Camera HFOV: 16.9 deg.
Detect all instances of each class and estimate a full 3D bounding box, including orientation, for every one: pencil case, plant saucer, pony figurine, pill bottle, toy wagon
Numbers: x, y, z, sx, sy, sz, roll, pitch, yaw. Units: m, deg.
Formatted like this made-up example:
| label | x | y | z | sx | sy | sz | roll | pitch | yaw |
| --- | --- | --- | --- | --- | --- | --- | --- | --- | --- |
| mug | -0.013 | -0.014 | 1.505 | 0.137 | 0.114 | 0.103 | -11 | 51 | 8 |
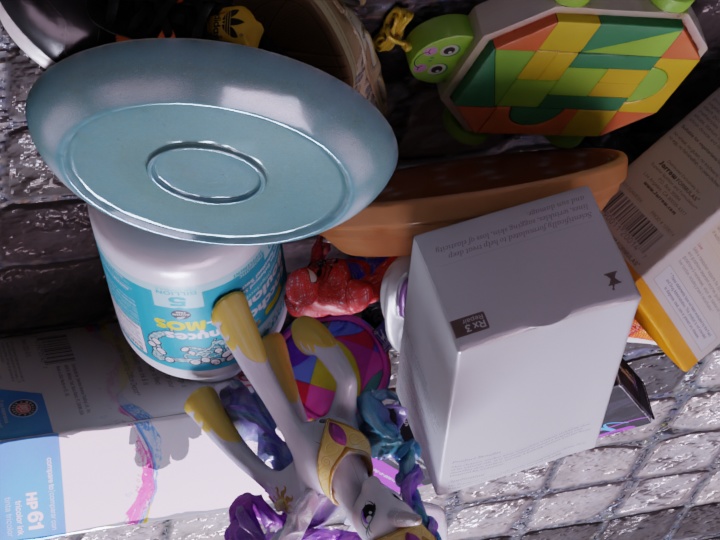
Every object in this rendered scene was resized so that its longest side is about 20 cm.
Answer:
| label | x | y | z | sx | sy | sz | roll | pitch | yaw |
| --- | --- | --- | --- | --- | --- | --- | --- | --- | --- |
| pencil case | -0.026 | 0.085 | 1.686 | 0.088 | 0.089 | 0.200 | -10 | 163 | -10 |
| plant saucer | -0.080 | -0.060 | 1.284 | 0.199 | 0.028 | 0.200 | 5 | 154 | 3 |
| pony figurine | -0.029 | 0.132 | 1.444 | 0.166 | 0.200 | 0.193 | -21 | 152 | -28 |
| plant saucer | 0.064 | -0.040 | 1.461 | 0.199 | 0.038 | 0.200 | -8 | -171 | 1 |
| pill bottle | -0.101 | -0.005 | 1.482 | 0.110 | 0.111 | 0.200 | -13 | 153 | -4 |
| toy wagon | 0.103 | -0.125 | 1.435 | 0.199 | 0.040 | 0.155 | -1 | 149 | -26 |

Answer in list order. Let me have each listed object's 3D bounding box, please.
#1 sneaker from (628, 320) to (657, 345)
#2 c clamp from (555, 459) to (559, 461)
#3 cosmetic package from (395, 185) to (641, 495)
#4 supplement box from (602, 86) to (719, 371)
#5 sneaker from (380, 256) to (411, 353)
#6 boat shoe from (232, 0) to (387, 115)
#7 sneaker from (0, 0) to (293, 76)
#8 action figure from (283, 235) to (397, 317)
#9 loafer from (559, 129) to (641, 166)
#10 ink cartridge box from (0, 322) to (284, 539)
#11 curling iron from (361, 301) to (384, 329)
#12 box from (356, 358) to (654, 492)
| label | x | y | z | sx | sy | sz | roll | pitch | yaw |
| --- | --- | --- | --- | --- | --- | --- | --- | --- | --- |
| sneaker | 0.192 | 0.013 | 1.701 | 0.199 | 0.073 | 0.077 | -10 | 156 | -10 |
| c clamp | 0.115 | 0.034 | 1.664 | 0.170 | 0.027 | 0.200 | 27 | 132 | -12 |
| cosmetic package | 0.087 | 0.045 | 1.412 | 0.112 | 0.081 | 0.200 | -15 | 152 | -13 |
| supplement box | 0.241 | -0.047 | 1.529 | 0.200 | 0.074 | 0.126 | -40 | 143 | 0 |
| sneaker | 0.058 | 0.009 | 1.526 | 0.075 | 0.100 | 0.200 | -26 | 158 | 17 |
| boat shoe | -0.026 | -0.118 | 1.375 | 0.073 | 0.063 | 0.200 | 7 | 154 | 14 |
| sneaker | -0.098 | -0.126 | 1.265 | 0.090 | 0.070 | 0.200 | -20 | 142 | 37 |
| action figure | 0.000 | 0.000 | 1.531 | 0.065 | 0.052 | 0.200 | -3 | -172 | 23 |
| loafer | 0.193 | -0.050 | 1.606 | 0.071 | 0.068 | 0.201 | -56 | 138 | -8 |
| ink cartridge box | -0.154 | 0.099 | 1.598 | 0.199 | 0.145 | 0.085 | -9 | 116 | -12 |
| curling iron | 0.084 | 0.063 | 1.662 | 0.199 | 0.026 | 0.050 | 28 | 162 | -21 |
| box | 0.086 | 0.100 | 1.605 | 0.199 | 0.036 | 0.143 | -15 | 164 | 11 |
